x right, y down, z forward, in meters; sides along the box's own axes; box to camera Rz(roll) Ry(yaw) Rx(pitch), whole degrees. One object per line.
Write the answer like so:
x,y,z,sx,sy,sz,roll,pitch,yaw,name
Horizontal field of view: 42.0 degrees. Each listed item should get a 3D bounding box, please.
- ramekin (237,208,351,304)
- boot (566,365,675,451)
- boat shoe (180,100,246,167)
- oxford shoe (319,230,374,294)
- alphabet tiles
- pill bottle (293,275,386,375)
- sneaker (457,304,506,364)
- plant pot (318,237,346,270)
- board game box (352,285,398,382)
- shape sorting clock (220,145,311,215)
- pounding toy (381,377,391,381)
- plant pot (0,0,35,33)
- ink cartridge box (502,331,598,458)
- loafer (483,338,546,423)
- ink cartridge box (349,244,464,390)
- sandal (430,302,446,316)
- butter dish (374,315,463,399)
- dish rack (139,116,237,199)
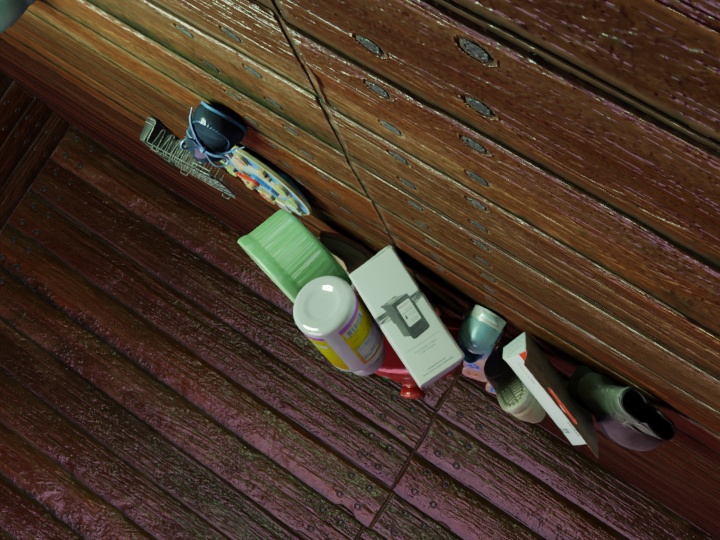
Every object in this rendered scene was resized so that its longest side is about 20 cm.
-0.106,-0.010,1.587,0.200,0.098,0.200,46,175,5,ramekin
0.380,0.208,1.280,0.200,0.068,0.130,37,174,-28,boot
-0.194,-0.171,1.250,0.084,0.069,0.200,33,175,-2,boat shoe
0.000,0.000,1.641,0.199,0.075,0.070,32,176,16,oxford shoe
0.277,0.190,1.663,0.194,0.015,0.200,17,156,11,alphabet tiles
-0.025,0.098,1.514,0.104,0.104,0.200,30,165,34,pill bottle
0.180,0.106,1.479,0.074,0.082,0.200,33,175,13,sneaker
-0.024,-0.015,1.952,0.199,0.028,0.200,32,176,3,plant pot
0.028,0.105,1.826,0.134,0.034,0.201,38,-154,-37,board game box
-0.162,-0.146,1.472,0.199,0.039,0.200,33,175,3,shape sorting clock
0.073,0.178,2.202,0.142,0.201,0.184,33,175,-2,pounding toy
-0.538,-0.363,1.206,0.200,0.135,0.200,32,176,3,plant pot
0.261,0.178,1.301,0.160,0.047,0.200,52,-166,0,ink cartridge box
0.245,0.178,1.475,0.068,0.076,0.200,47,-162,-17,loafer
0.071,0.075,1.442,0.201,0.083,0.145,57,179,11,ink cartridge box
0.153,0.123,1.849,0.059,0.079,0.207,34,174,17,sandal
0.094,0.154,1.667,0.198,0.149,0.200,0,175,32,butter dish
-0.324,-0.212,1.819,0.199,0.055,0.153,30,176,20,dish rack
